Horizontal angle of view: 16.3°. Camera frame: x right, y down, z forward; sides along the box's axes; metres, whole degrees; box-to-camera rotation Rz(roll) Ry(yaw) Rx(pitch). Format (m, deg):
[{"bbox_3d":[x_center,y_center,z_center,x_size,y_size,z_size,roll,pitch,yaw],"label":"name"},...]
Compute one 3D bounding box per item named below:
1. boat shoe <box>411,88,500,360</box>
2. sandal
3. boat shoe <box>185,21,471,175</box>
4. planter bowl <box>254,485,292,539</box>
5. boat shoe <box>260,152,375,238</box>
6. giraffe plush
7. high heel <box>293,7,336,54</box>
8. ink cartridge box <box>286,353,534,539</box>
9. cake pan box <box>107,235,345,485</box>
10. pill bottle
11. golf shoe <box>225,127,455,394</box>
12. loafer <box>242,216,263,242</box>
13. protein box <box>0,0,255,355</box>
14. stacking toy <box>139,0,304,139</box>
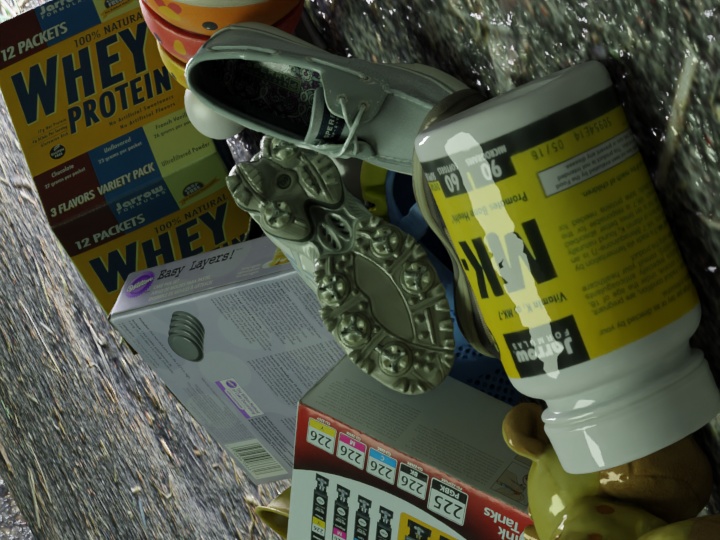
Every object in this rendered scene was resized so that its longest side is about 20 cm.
[{"bbox_3d":[0.089,-0.021,1.498,0.073,0.074,0.201,32,152,43],"label":"boat shoe"},{"bbox_3d":[0.059,0.010,1.599,0.087,0.079,0.201,17,130,62],"label":"sandal"},{"bbox_3d":[-0.015,-0.096,1.535,0.200,0.071,0.070,19,118,18],"label":"boat shoe"},{"bbox_3d":[0.029,0.187,1.836,0.200,0.084,0.200,28,168,7],"label":"planter bowl"},{"bbox_3d":[-0.028,-0.025,1.736,0.073,0.065,0.200,34,136,10],"label":"boat shoe"},{"bbox_3d":[0.151,0.156,1.433,0.163,0.199,0.173,-86,-18,-44],"label":"giraffe plush"},{"bbox_3d":[-0.076,-0.142,1.795,0.143,0.071,0.200,67,157,3],"label":"high heel"},{"bbox_3d":[0.058,0.166,1.610,0.199,0.084,0.176,24,134,22],"label":"ink cartridge box"},{"bbox_3d":[-0.046,0.064,1.756,0.183,0.052,0.200,-14,129,36],"label":"cake pan box"},{"bbox_3d":[0.116,-0.001,1.358,0.201,0.114,0.114,67,162,-5],"label":"pill bottle"},{"bbox_3d":[0.000,0.000,1.579,0.200,0.078,0.097,55,180,23],"label":"golf shoe"},{"bbox_3d":[-0.055,-0.020,1.862,0.201,0.069,0.076,97,172,-49],"label":"loafer"},{"bbox_3d":[-0.171,-0.084,1.916,0.200,0.134,0.199,65,-179,-58],"label":"protein box"},{"bbox_3d":[-0.089,-0.162,1.667,0.146,0.145,0.201,52,155,36],"label":"stacking toy"}]
